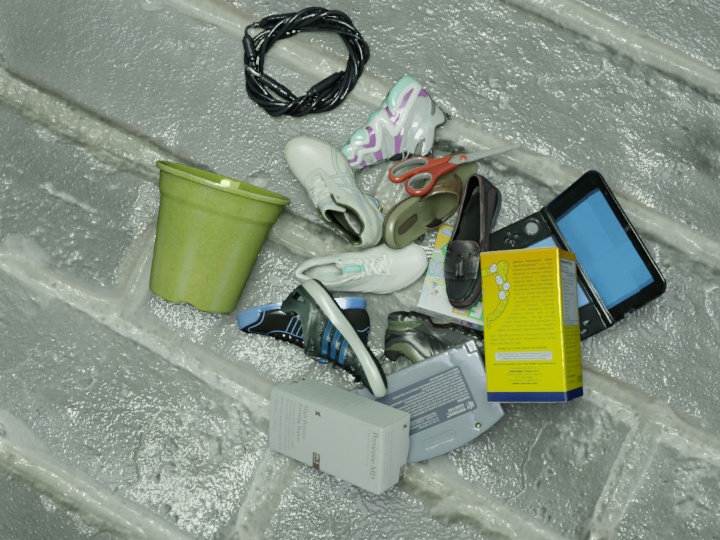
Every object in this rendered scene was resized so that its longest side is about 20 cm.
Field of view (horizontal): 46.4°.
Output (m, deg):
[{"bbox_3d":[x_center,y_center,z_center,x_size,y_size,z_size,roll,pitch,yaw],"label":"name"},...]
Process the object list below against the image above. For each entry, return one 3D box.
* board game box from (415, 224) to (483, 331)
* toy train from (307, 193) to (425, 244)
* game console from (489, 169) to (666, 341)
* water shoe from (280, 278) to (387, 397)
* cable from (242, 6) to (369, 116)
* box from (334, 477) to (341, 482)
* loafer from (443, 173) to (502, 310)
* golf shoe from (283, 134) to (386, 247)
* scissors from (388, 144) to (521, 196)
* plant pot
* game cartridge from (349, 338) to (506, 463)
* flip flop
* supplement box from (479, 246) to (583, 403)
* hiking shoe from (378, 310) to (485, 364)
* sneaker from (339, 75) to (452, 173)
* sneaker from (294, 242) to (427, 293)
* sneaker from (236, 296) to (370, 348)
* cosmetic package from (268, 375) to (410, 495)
[{"bbox_3d":[0.196,0.023,1.250,0.199,0.034,0.135,16,73,4],"label":"board game box"},{"bbox_3d":[0.007,-0.092,1.278,0.199,0.046,0.034,25,86,5],"label":"toy train"},{"bbox_3d":[0.293,-0.009,1.182,0.170,0.118,0.201,-25,74,-9],"label":"game console"},{"bbox_3d":[-0.038,0.108,1.191,0.079,0.072,0.200,-36,72,1],"label":"water shoe"},{"bbox_3d":[-0.084,-0.322,1.303,0.199,0.051,0.164,-4,85,2],"label":"cable"},{"bbox_3d":[0.042,0.244,1.248,0.199,0.041,0.039,-32,84,-1],"label":"box"},{"bbox_3d":[0.153,-0.045,1.210,0.072,0.063,0.201,1,66,34],"label":"loafer"},{"bbox_3d":[-0.042,-0.115,1.210,0.200,0.097,0.078,45,114,1],"label":"golf shoe"},{"bbox_3d":[0.137,-0.165,1.235,0.199,0.014,0.073,-27,50,-14],"label":"scissors"},{"bbox_3d":[-0.223,-0.044,1.227,0.199,0.200,0.185,18,96,4],"label":"plant pot"},{"bbox_3d":[0.097,0.196,1.196,0.199,0.041,0.134,-24,81,12],"label":"game cartridge"},{"bbox_3d":[0.111,-0.099,1.232,0.200,0.057,0.081,-41,126,-29],"label":"flip flop"},{"bbox_3d":[0.232,0.074,1.137,0.109,0.109,0.201,-4,84,26],"label":"supplement box"},{"bbox_3d":[0.127,0.129,1.247,0.199,0.076,0.101,17,98,10],"label":"hiking shoe"},{"bbox_3d":[0.057,-0.177,1.271,0.140,0.078,0.200,40,99,-4],"label":"sneaker"},{"bbox_3d":[0.000,0.000,1.241,0.199,0.088,0.076,-10,84,8],"label":"sneaker"},{"bbox_3d":[-0.085,0.088,1.254,0.199,0.070,0.078,-6,77,1],"label":"sneaker"},{"bbox_3d":[-0.032,0.227,1.183,0.199,0.074,0.102,13,108,36],"label":"cosmetic package"}]
